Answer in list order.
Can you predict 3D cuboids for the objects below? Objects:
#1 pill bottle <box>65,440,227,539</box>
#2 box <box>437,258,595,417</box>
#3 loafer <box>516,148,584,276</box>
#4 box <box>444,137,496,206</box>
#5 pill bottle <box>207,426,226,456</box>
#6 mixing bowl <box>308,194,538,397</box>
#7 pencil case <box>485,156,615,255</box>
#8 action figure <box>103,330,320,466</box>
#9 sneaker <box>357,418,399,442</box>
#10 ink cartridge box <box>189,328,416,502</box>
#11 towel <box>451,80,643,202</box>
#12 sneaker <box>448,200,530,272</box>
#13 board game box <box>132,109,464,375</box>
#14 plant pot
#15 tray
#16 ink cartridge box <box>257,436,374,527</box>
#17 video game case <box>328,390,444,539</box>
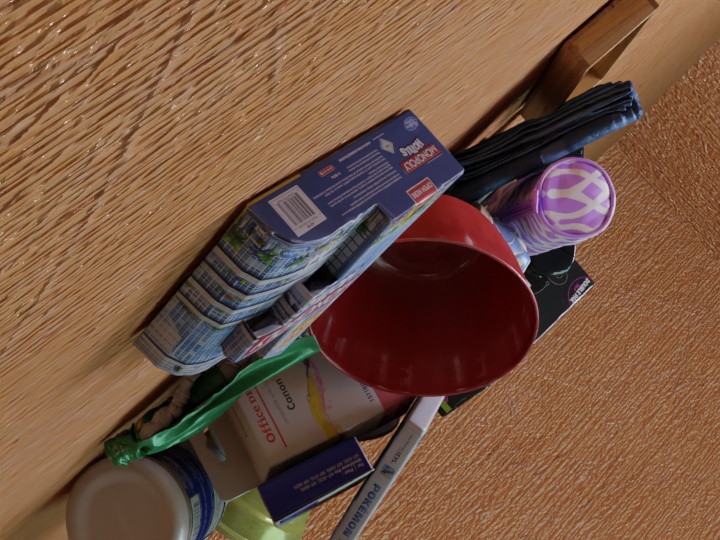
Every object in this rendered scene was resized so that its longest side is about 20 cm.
[{"bbox_3d":[-0.191,0.217,1.367,0.116,0.116,0.200,-42,175,9],"label":"pill bottle"},{"bbox_3d":[0.132,0.036,1.629,0.200,0.149,0.124,-40,177,-30],"label":"box"},{"bbox_3d":[0.195,-0.092,1.565,0.072,0.072,0.202,160,-62,-75],"label":"loafer"},{"bbox_3d":[0.087,-0.058,1.590,0.200,0.044,0.160,-43,175,9],"label":"box"},{"bbox_3d":[-0.079,0.132,1.525,0.113,0.114,0.200,-43,175,15],"label":"pill bottle"},{"bbox_3d":[0.054,0.006,1.262,0.200,0.199,0.109,-46,-151,39],"label":"mixing bowl"},{"bbox_3d":[0.179,-0.061,1.417,0.085,0.085,0.200,4,173,-12],"label":"pencil case"},{"bbox_3d":[-0.131,0.104,1.236,0.199,0.055,0.118,-34,175,-9],"label":"action figure"},{"bbox_3d":[0.002,0.095,1.494,0.069,0.110,0.200,-8,-163,10],"label":"sneaker"},{"bbox_3d":[-0.062,0.115,1.329,0.199,0.117,0.068,-26,164,-19],"label":"ink cartridge box"},{"bbox_3d":[0.176,-0.127,1.399,0.199,0.049,0.112,-26,180,13],"label":"towel"},{"bbox_3d":[0.114,-0.016,1.408,0.076,0.077,0.200,-56,-178,1],"label":"sneaker"},{"bbox_3d":[-0.051,0.003,0.968,0.200,0.062,0.200,-47,173,39],"label":"board game box"},{"bbox_3d":[-0.106,0.217,1.756,0.185,0.200,0.200,-54,173,7],"label":"plant pot"},{"bbox_3d":[0.221,-0.206,1.432,0.098,0.037,0.200,-41,174,-12],"label":"tray"},{"bbox_3d":[-0.041,0.191,1.302,0.099,0.039,0.200,-27,172,-9],"label":"ink cartridge box"},{"bbox_3d":[0.036,0.171,1.388,0.183,0.022,0.200,-60,176,26],"label":"video game case"}]
